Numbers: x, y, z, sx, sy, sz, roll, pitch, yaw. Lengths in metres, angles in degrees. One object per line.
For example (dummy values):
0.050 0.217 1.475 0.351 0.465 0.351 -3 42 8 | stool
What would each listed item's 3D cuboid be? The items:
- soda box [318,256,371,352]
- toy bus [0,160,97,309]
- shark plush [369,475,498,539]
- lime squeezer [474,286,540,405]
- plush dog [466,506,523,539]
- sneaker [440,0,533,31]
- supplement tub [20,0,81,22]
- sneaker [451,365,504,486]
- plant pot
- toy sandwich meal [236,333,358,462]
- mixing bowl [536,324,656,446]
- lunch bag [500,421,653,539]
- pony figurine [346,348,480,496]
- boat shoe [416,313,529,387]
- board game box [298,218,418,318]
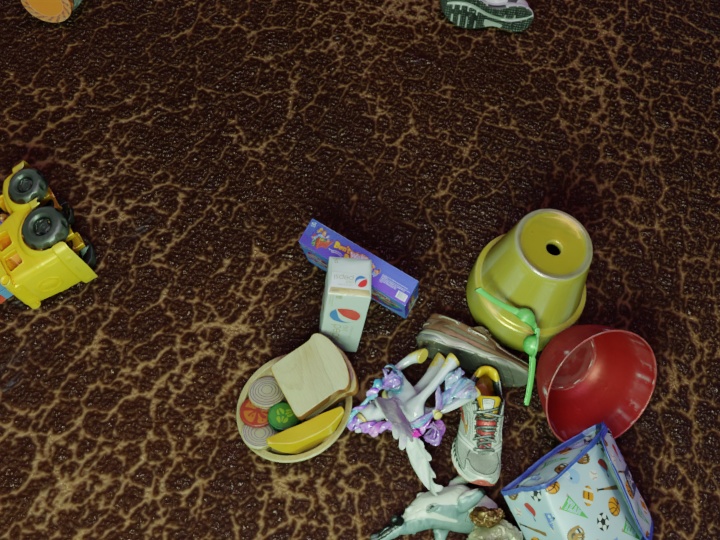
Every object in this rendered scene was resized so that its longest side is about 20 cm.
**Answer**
-0.026 0.056 1.301 0.066 0.201 0.065 5 60 -5 | soda box
-0.543 -0.041 1.338 0.190 0.136 0.202 -32 67 -5 | toy bus
0.114 0.372 1.231 0.196 0.091 0.085 -15 95 -21 | shark plush
0.251 0.107 1.309 0.070 0.038 0.203 -26 98 -19 | lime squeezer
0.179 0.432 1.176 0.172 0.158 0.202 -47 116 -39 | plush dog
0.260 -0.550 1.753 0.195 0.075 0.081 9 46 -8 | sneaker
-0.584 -0.587 1.618 0.120 0.123 0.204 6 62 -4 | supplement tub
0.182 0.233 1.281 0.076 0.083 0.203 7 47 -3 | sneaker
0.289 0.005 1.380 0.196 0.190 0.205 3 62 -6 | plant pot
-0.098 0.191 1.266 0.200 0.071 0.208 -6 52 7 | toy sandwich meal
0.351 0.164 1.323 0.196 0.204 0.108 -14 25 -15 | mixing bowl
0.334 0.339 1.224 0.198 0.123 0.173 -24 87 -35 | lunch bag
0.078 0.212 1.259 0.198 0.168 0.193 -35 33 -11 | pony figurine
0.191 0.125 1.369 0.197 0.076 0.073 24 55 0 | boat shoe
0.000 0.000 1.370 0.198 0.135 0.045 31 81 9 | board game box
